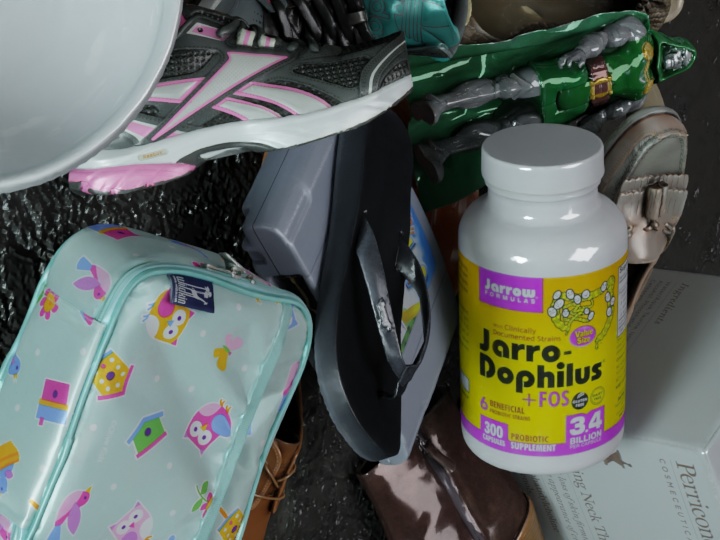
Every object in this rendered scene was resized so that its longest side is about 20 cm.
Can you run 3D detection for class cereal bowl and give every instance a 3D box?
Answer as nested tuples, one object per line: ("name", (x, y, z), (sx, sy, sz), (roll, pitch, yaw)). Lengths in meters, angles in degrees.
("cereal bowl", (-0.181, -0.130, 0.951), (0.199, 0.083, 0.201), (1, 83, -9))

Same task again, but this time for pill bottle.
("pill bottle", (0.111, 0.016, 1.258), (0.104, 0.104, 0.201), (-29, 125, -45))

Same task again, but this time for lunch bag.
("lunch bag", (-0.112, 0.079, 1.085), (0.160, 0.077, 0.201), (17, 98, -45))

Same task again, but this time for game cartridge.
("game cartridge", (0.000, 0.000, 1.202), (0.200, 0.040, 0.134), (61, 34, -37))

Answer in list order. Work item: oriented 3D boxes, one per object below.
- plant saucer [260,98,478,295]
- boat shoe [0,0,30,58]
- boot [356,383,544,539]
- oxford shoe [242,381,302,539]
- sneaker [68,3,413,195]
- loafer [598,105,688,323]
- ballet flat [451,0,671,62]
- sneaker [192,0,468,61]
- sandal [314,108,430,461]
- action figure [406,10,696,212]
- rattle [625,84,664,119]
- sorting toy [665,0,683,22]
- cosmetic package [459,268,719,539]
("plant saucer", (0.003, -0.041, 1.274), (0.200, 0.032, 0.201), (-10, 103, -50))
("boat shoe", (-0.142, -0.172, 1.049), (0.061, 0.072, 0.202), (38, 74, -46))
("boot", (0.036, 0.195, 1.342), (0.200, 0.072, 0.167), (-50, 118, -32))
("oxford shoe", (-0.069, 0.119, 1.181), (0.071, 0.071, 0.201), (-4, 99, -52))
("sneaker", (-0.067, -0.104, 1.094), (0.199, 0.080, 0.087), (-17, 101, -15))
("loafer", (0.169, -0.010, 1.313), (0.072, 0.063, 0.200), (-4, 133, -29))
("ballet flat", (0.113, -0.168, 1.303), (0.199, 0.046, 0.068), (-3, 77, -26))
("sneaker", (-0.005, -0.146, 1.174), (0.200, 0.120, 0.084), (-38, 120, -40))
("sandal", (0.012, 0.004, 1.142), (0.076, 0.043, 0.201), (21, 67, -58))
("action figure", (0.124, -0.113, 1.286), (0.199, 0.055, 0.118), (-21, 128, -20))
("rattle", (0.119, -0.120, 1.395), (0.130, 0.143, 0.200), (-35, 84, -2))
("sorting toy", (0.175, -0.263, 1.445), (0.200, 0.036, 0.186), (-11, 104, -49))
("cosmetic package", (0.210, 0.112, 1.417), (0.166, 0.199, 0.168), (-49, 130, -34))
